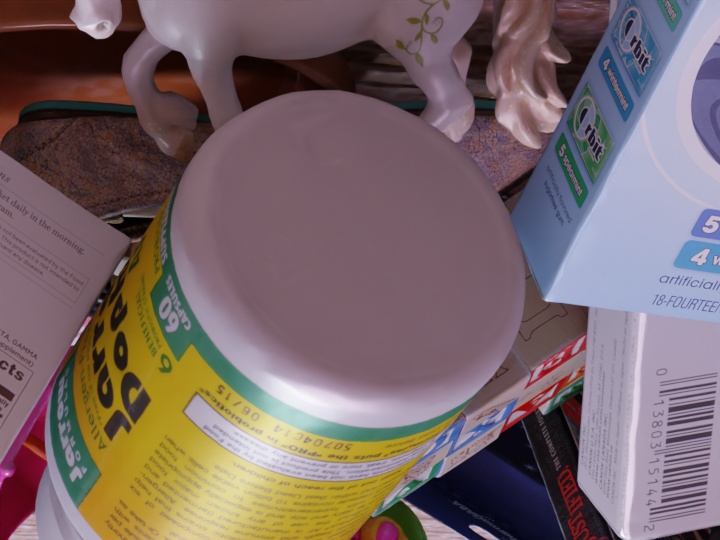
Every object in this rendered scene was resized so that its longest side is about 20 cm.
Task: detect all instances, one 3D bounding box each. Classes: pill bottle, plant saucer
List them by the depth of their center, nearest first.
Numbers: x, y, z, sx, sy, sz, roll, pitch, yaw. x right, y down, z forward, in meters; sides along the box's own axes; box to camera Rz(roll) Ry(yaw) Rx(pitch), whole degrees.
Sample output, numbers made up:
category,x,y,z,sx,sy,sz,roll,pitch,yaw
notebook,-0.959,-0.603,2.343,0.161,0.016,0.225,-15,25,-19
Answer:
category,x,y,z,sx,sy,sz,roll,pitch,yaw
pill bottle,-0.036,0.039,0.932,0.113,0.113,0.200,6,148,-22
plant saucer,-0.101,-0.063,1.046,0.200,0.032,0.200,-2,162,-1

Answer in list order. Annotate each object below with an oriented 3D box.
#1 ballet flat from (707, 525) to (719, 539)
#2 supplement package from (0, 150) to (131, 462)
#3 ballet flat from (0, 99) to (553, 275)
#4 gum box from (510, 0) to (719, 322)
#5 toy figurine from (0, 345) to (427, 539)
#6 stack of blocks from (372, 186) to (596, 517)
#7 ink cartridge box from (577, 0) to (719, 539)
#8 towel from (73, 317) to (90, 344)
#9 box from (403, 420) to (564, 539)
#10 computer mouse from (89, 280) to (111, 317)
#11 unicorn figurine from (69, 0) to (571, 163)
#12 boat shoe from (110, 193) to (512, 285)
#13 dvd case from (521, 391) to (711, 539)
category,x,y,z,sx,sy,sz,roll,pitch,yaw
ballet flat,0.207,0.118,1.101,0.068,0.069,0.200,-18,146,40
supplement package,-0.207,-0.004,0.966,0.200,0.111,0.156,36,151,-12
ballet flat,-0.027,-0.021,1.021,0.199,0.067,0.068,-1,163,-3
gum box,0.162,-0.066,0.882,0.170,0.045,0.200,8,129,-24
toy figurine,-0.070,0.106,1.173,0.184,0.150,0.200,41,153,-28
stack of blocks,0.072,0.008,1.068,0.200,0.059,0.115,-33,168,-15
ink cartridge box,0.167,-0.013,0.994,0.176,0.200,0.045,-8,-151,-18
towel,-0.170,0.024,1.327,0.146,0.030,0.200,-8,159,21
box,0.110,0.101,1.278,0.121,0.032,0.200,31,-161,26
computer mouse,-0.085,0.025,1.213,0.140,0.046,0.200,30,178,-15
unicorn figurine,-0.029,-0.079,0.924,0.200,0.074,0.138,-15,132,-22
boat shoe,-0.001,-0.001,1.115,0.201,0.072,0.066,-9,178,-41
dvd case,0.125,0.117,1.117,0.022,0.200,0.146,-44,117,14
